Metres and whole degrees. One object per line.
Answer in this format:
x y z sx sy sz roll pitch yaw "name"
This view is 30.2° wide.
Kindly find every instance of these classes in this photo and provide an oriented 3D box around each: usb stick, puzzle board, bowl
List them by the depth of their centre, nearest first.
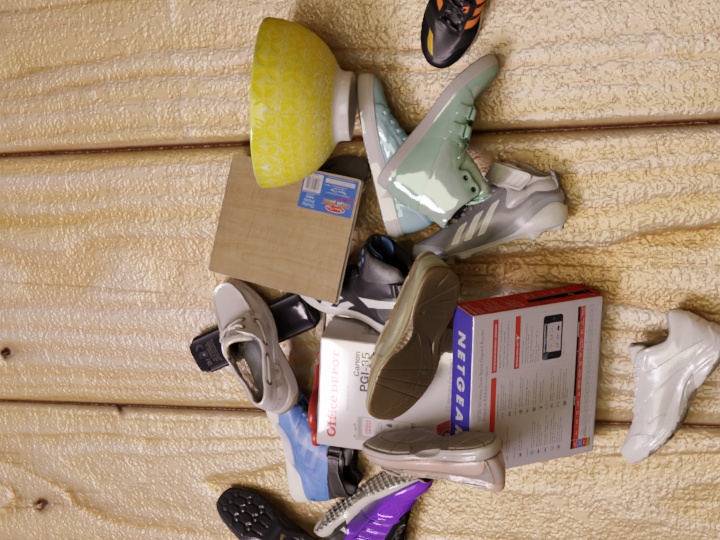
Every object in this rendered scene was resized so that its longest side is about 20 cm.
-0.061 -0.196 1.574 0.106 0.200 0.203 2 108 6 "bowl"
-0.093 -0.053 1.651 0.198 0.017 0.153 13 91 31 "puzzle board"
-0.141 0.081 1.772 0.198 0.033 0.056 -25 97 26 "usb stick"

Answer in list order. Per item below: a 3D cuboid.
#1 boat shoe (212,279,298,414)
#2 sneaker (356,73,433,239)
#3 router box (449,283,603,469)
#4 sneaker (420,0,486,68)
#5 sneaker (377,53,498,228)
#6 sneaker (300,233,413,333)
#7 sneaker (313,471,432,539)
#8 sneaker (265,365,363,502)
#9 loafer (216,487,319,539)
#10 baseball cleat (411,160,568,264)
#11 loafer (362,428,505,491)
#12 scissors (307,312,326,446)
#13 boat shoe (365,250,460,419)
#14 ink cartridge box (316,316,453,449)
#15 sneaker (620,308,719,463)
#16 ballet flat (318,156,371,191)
-0.146 0.091 1.706 0.071 0.069 0.201 -43 60 21 "boat shoe"
0.048 -0.145 1.613 0.081 0.074 0.203 -13 102 3 "sneaker"
0.195 0.128 1.578 0.049 0.177 0.203 -146 53 -60 "router box"
0.114 -0.319 1.511 0.069 0.090 0.202 33 115 10 "sneaker"
0.123 -0.145 1.550 0.118 0.074 0.201 38 90 5 "sneaker"
0.000 0.000 1.641 0.198 0.073 0.113 20 124 38 "sneaker"
0.038 0.325 1.760 0.199 0.070 0.100 -36 98 31 "sneaker"
-0.054 0.207 1.750 0.110 0.077 0.203 -7 103 24 "sneaker"
-0.116 0.368 1.830 0.199 0.068 0.071 29 155 24 "loafer"
0.147 -0.071 1.596 0.197 0.070 0.108 -15 94 16 "baseball cleat"
0.083 0.224 1.545 0.198 0.072 0.064 -6 106 44 "loafer"
-0.051 0.122 1.710 0.014 0.073 0.203 -1 62 9 "scissors"
0.054 0.078 1.556 0.072 0.063 0.203 10 110 -24 "boat shoe"
0.048 0.147 1.644 0.197 0.083 0.149 6 108 9 "ink cartridge box"
0.350 0.131 1.571 0.099 0.078 0.202 33 107 17 "sneaker"
-0.066 -0.085 1.683 0.198 0.068 0.046 -25 135 25 "ballet flat"
